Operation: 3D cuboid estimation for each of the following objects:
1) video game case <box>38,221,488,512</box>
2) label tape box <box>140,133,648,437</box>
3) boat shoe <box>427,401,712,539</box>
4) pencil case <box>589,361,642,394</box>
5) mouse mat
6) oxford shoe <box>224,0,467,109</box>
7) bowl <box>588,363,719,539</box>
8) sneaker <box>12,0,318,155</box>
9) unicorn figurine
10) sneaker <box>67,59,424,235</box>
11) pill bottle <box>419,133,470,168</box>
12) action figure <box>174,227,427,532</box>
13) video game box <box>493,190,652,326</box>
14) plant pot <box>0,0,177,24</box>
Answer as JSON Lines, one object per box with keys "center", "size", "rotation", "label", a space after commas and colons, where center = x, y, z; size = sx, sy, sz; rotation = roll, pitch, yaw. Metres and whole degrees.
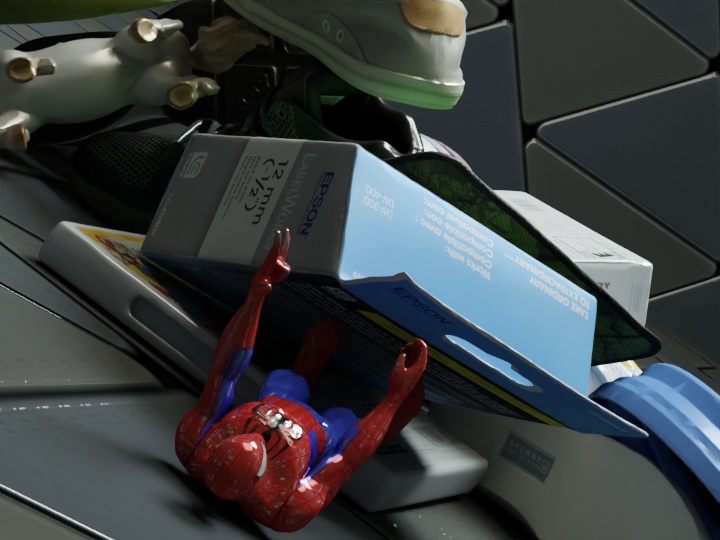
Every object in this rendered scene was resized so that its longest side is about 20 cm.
{"center": [-0.037, 0.043, 1.118], "size": [0.182, 0.023, 0.200], "rotation": [37, 7, 13], "label": "video game case"}
{"center": [0.020, 0.004, 1.039], "size": [0.143, 0.066, 0.200], "rotation": [31, -15, -32], "label": "label tape box"}
{"center": [0.110, 0.114, 1.201], "size": [0.068, 0.072, 0.200], "rotation": [26, 0, -43], "label": "boat shoe"}
{"center": [0.114, 0.077, 1.410], "size": [0.090, 0.083, 0.200], "rotation": [21, 4, 11], "label": "pencil case"}
{"center": [0.030, 0.006, 1.181], "size": [0.160, 0.008, 0.200], "rotation": [-11, -35, 36], "label": "mouse mat"}
{"center": [-0.008, -0.132, 1.197], "size": [0.075, 0.058, 0.200], "rotation": [3, 19, -32], "label": "oxford shoe"}
{"center": [0.183, 0.130, 1.197], "size": [0.201, 0.039, 0.201], "rotation": [53, -9, 12], "label": "bowl"}
{"center": [-0.088, -0.098, 1.347], "size": [0.199, 0.076, 0.115], "rotation": [-4, -6, 9], "label": "sneaker"}
{"center": [-0.153, -0.099, 1.244], "size": [0.199, 0.074, 0.137], "rotation": [4, 8, -12], "label": "unicorn figurine"}
{"center": [-0.053, -0.063, 1.234], "size": [0.199, 0.115, 0.076], "rotation": [15, 32, 24], "label": "sneaker"}
{"center": [0.016, -0.042, 1.678], "size": [0.111, 0.112, 0.200], "rotation": [36, 6, 10], "label": "pill bottle"}
{"center": [-0.011, 0.035, 0.909], "size": [0.065, 0.099, 0.200], "rotation": [32, 15, 7], "label": "action figure"}
{"center": [0.049, -0.009, 1.471], "size": [0.181, 0.047, 0.200], "rotation": [3, 13, -19], "label": "video game box"}
{"center": [-0.168, -0.207, 1.332], "size": [0.199, 0.188, 0.187], "rotation": [19, -5, 35], "label": "plant pot"}
